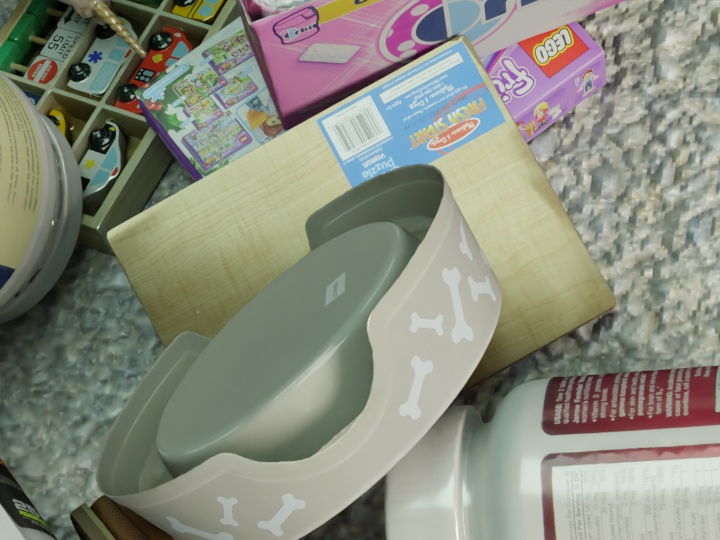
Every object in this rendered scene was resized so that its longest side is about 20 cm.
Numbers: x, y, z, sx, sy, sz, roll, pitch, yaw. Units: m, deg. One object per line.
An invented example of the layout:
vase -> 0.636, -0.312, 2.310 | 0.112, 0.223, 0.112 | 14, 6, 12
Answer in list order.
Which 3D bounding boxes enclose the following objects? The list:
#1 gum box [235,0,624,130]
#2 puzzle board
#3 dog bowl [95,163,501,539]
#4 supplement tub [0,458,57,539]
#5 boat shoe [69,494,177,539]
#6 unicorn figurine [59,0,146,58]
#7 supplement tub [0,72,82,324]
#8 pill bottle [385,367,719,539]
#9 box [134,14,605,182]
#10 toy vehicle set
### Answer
gum box -> 0.038, -0.152, 1.093 | 0.199, 0.114, 0.066 | -21, 68, -2
puzzle board -> 0.000, 0.000, 1.094 | 0.199, 0.017, 0.151 | -29, 82, 0
dog bowl -> -0.023, 0.043, 0.990 | 0.200, 0.059, 0.200 | -38, 18, 14
supplement tub -> -0.214, 0.124, 1.053 | 0.122, 0.123, 0.200 | -36, 57, -8
boat shoe -> -0.048, 0.163, 1.018 | 0.068, 0.072, 0.200 | -39, 65, -15
unicorn figurine -> -0.222, -0.162, 1.214 | 0.199, 0.137, 0.074 | -7, 63, 39
supplement tub -> -0.236, -0.046, 1.100 | 0.144, 0.200, 0.146 | -5, 79, 24
pill bottle -> 0.117, 0.098, 0.969 | 0.199, 0.110, 0.110 | -5, 58, 14
box -> 0.005, -0.092, 1.157 | 0.200, 0.039, 0.137 | -36, 68, -8
toy vehicle set -> -0.138, -0.112, 1.236 | 0.124, 0.027, 0.200 | 17, 65, 26
